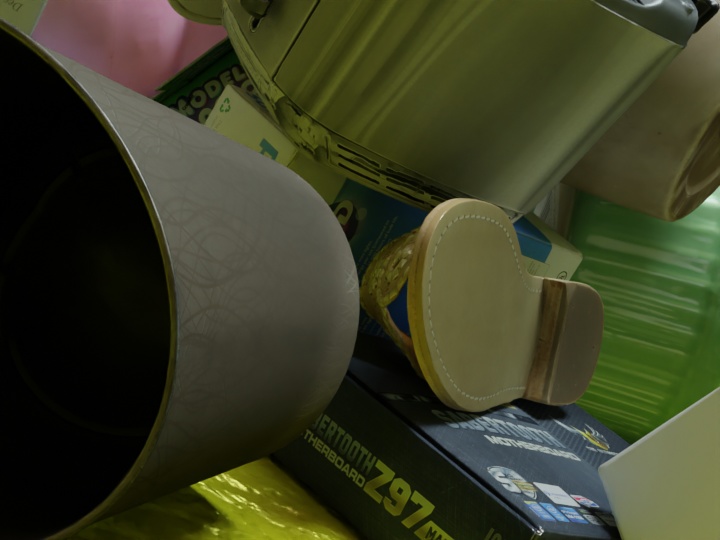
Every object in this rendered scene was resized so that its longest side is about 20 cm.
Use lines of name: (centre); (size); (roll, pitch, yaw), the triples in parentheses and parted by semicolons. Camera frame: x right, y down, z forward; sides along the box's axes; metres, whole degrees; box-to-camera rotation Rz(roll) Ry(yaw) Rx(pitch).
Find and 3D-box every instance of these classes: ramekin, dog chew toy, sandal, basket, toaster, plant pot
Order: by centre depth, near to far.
basket: (-0.087, 0.005, 0.606); (0.180, 0.137, 0.200); (37, 8, 19)
toaster: (0.040, -0.101, 0.794); (0.199, 0.129, 0.114); (20, 29, -41)
sandal: (0.034, 0.016, 0.802); (0.069, 0.078, 0.211); (11, -5, 26)
plant pot: (0.112, -0.119, 0.935); (0.173, 0.201, 0.200); (38, 13, 19)
dog chew toy: (-0.086, -0.139, 0.986); (0.198, 0.126, 0.125); (-1, 20, -18)
ramekin: (0.139, -0.005, 1.070); (0.097, 0.202, 0.200); (13, 12, -6)

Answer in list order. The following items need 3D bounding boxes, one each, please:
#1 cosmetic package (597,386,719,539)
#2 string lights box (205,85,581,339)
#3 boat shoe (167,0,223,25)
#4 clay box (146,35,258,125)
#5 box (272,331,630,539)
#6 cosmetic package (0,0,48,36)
cosmetic package: (0.191, 0.125, 0.761); (0.199, 0.085, 0.108); (27, 36, -44)
string lights box: (0.000, 0.000, 0.880); (0.199, 0.103, 0.059); (19, 18, -46)
boat shoe: (0.003, -0.169, 0.842); (0.067, 0.199, 0.057); (60, 4, -39)
clay box: (-0.064, -0.056, 0.939); (0.048, 0.115, 0.200); (56, 11, 7)
box: (0.062, 0.088, 0.813); (0.157, 0.051, 0.199); (36, 13, 37)
cosmetic package: (-0.168, -0.125, 0.797); (0.071, 0.201, 0.101); (24, 11, -24)
